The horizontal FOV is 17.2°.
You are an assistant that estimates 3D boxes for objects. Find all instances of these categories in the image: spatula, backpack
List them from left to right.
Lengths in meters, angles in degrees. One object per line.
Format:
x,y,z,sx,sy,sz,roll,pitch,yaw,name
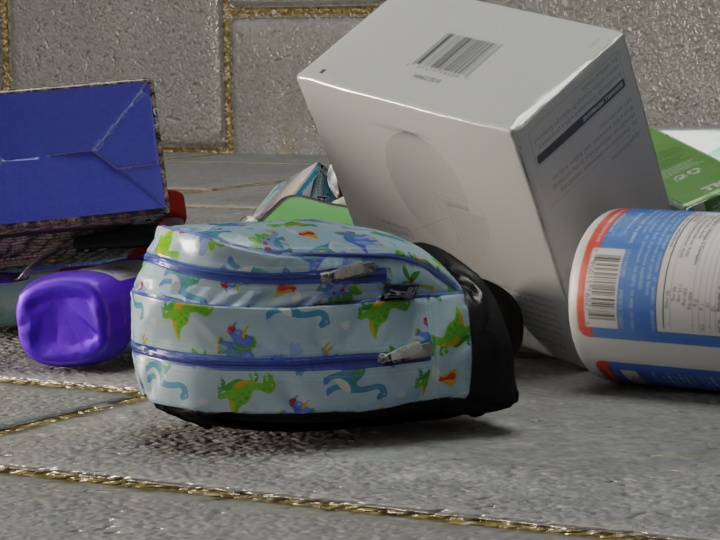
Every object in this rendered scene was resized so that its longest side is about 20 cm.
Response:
-0.209,-0.010,1.659,0.200,0.021,0.057,-13,-1,22,spatula
-0.034,0.032,1.356,0.200,0.154,0.163,-17,18,-19,backpack

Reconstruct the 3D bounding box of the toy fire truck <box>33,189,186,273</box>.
-0.247,-0.027,1.992,0.200,0.112,0.168,-3,-28,-24,toy fire truck

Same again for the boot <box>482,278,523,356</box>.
-0.014,0.047,1.596,0.188,0.069,0.200,-14,5,-33,boot

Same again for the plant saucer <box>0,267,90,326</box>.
-0.244,0.020,1.813,0.201,0.039,0.201,-5,0,0,plant saucer

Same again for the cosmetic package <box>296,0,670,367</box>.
0.091,-0.066,1.609,0.199,0.200,0.123,19,49,42,cosmetic package

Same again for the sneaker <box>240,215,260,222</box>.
-0.037,0.010,1.846,0.115,0.075,0.200,3,16,-8,sneaker

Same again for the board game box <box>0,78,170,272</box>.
-0.235,-0.062,1.701,0.159,0.097,0.200,-6,-8,-15,board game box

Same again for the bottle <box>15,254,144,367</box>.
-0.166,0.025,1.687,0.083,0.065,0.200,-5,4,20,bottle

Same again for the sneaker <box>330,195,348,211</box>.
0.050,-0.064,1.834,0.200,0.075,0.085,-24,25,45,sneaker

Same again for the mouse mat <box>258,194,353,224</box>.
0.000,0.000,1.741,0.200,0.008,0.161,13,34,22,mouse mat

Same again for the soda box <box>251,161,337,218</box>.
-0.051,-0.038,2.016,0.064,0.068,0.200,40,-11,-8,soda box

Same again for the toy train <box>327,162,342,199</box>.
0.069,-0.110,1.900,0.200,0.114,0.085,-13,48,-11,toy train

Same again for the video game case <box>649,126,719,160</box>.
0.235,-0.035,1.820,0.182,0.022,0.200,0,47,5,video game case

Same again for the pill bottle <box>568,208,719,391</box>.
0.238,0.020,1.459,0.200,0.112,0.112,4,8,34,pill bottle

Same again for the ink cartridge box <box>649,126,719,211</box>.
0.239,-0.022,1.675,0.059,0.104,0.200,-24,24,-15,ink cartridge box
